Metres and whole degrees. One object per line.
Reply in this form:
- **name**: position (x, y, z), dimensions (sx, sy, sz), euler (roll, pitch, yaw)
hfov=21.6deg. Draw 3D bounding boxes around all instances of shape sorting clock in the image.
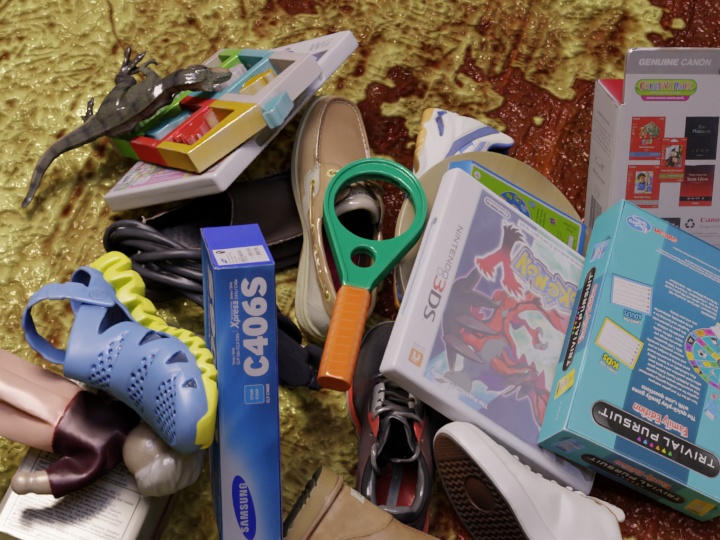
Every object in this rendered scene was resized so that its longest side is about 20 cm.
- **shape sorting clock**: position (0.110, 0.003, 1.482), dimensions (0.199, 0.039, 0.202), euler (13, 67, -33)

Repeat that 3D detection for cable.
- **cable**: position (-0.107, 0.017, 1.395), dimensions (0.199, 0.163, 0.051), euler (37, 90, -23)

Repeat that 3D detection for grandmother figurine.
- **grandmother figurine**: position (-0.201, 0.105, 1.297), dimensions (0.198, 0.061, 0.122), euler (19, 66, 10)

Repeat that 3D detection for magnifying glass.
- **magnifying glass**: position (0.000, 0.000, 1.397), dimensions (0.079, 0.022, 0.201), euler (12, 54, 1)

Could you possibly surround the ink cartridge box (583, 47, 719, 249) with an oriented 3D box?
- **ink cartridge box**: position (0.291, -0.103, 1.523), dimensions (0.198, 0.177, 0.084), euler (0, 20, -8)

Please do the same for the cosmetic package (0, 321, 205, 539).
- **cosmetic package**: position (-0.179, 0.138, 1.364), dimensions (0.103, 0.088, 0.201), euler (19, 57, 8)

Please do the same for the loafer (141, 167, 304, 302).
- **loafer**: position (-0.095, -0.037, 1.500), dimensions (0.199, 0.072, 0.073), euler (-25, 63, -22)

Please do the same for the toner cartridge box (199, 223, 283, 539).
- **toner cartridge box**: position (-0.081, 0.078, 1.283), dimensions (0.043, 0.202, 0.095), euler (-3, 17, -8)

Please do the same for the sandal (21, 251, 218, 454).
- **sandal**: position (-0.163, 0.061, 1.268), dimensions (0.087, 0.080, 0.200), euler (-10, 32, -33)

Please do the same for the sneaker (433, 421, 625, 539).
- **sneaker**: position (0.137, 0.181, 1.382), dimensions (0.085, 0.073, 0.200), euler (-38, 85, -33)

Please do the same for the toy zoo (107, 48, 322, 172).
- **toy zoo**: position (-0.112, -0.130, 1.501), dimensions (0.131, 0.021, 0.200), euler (-40, 24, -17)

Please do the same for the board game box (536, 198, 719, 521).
- **board game box**: position (0.230, 0.068, 1.443), dimensions (0.150, 0.047, 0.201), euler (26, 63, -14)

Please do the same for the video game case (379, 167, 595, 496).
- **video game case**: position (0.119, 0.047, 1.433), dimensions (0.199, 0.023, 0.183), euler (34, 57, -24)

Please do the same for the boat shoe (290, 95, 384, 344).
- **boat shoe**: position (-0.010, -0.045, 1.482), dimensions (0.073, 0.066, 0.202), euler (4, 77, -30)

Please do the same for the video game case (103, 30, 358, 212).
- **video game case**: position (-0.104, -0.121, 1.524), dimensions (0.200, 0.143, 0.018), euler (-50, 118, -36)

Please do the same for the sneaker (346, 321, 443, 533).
- **sneaker**: position (0.031, 0.116, 1.407), dimensions (0.076, 0.082, 0.201), euler (2, 56, -5)

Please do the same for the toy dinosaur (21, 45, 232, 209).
- **toy dinosaur**: position (-0.199, -0.130, 1.532), dimensions (0.199, 0.048, 0.088), euler (-33, 29, 9)

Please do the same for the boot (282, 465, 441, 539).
- **boot**: position (0.013, 0.256, 1.314), dimensions (0.199, 0.066, 0.176), euler (34, 94, -4)

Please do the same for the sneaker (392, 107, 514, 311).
- **sneaker**: position (0.077, -0.048, 1.528), dimensions (0.087, 0.075, 0.201), euler (13, 56, 1)
